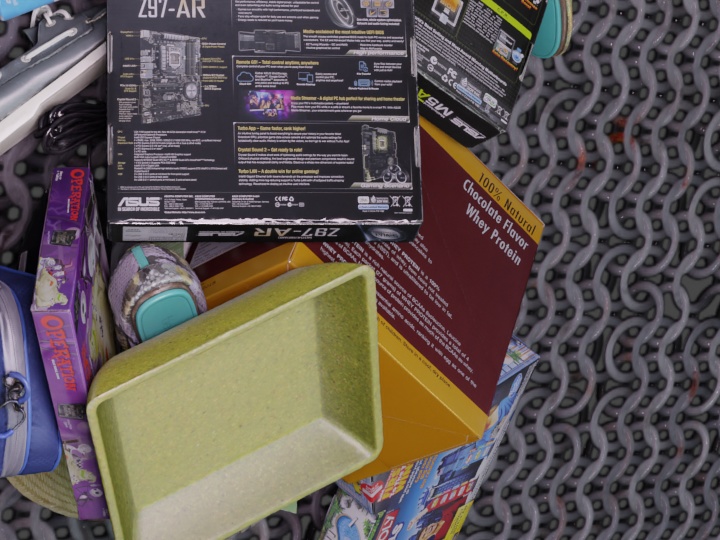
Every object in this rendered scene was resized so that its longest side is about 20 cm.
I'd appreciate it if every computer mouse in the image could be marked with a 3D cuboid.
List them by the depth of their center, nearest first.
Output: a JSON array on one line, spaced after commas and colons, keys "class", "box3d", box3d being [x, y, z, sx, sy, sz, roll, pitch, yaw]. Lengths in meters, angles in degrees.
[{"class": "computer mouse", "box3d": [-0.185, -0.030, 1.499, 0.140, 0.046, 0.202, -24, 125, -52]}]

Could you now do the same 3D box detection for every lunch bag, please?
[{"class": "lunch bag", "box3d": [-0.266, 0.061, 1.387, 0.131, 0.199, 0.137, -10, 105, -36]}]

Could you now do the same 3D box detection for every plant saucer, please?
[{"class": "plant saucer", "box3d": [-0.083, 0.087, 1.398, 0.198, 0.048, 0.201, -26, 143, -18]}]

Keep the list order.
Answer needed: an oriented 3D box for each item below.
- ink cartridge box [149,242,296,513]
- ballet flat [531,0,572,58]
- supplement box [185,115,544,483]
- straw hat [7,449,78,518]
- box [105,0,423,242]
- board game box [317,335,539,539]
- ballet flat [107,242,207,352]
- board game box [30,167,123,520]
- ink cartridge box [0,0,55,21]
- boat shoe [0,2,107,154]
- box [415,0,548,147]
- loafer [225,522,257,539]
[{"class": "ink cartridge box", "box3d": [-0.084, 0.055, 1.550, 0.145, 0.048, 0.202, 22, 54, -40]}, {"class": "ballet flat", "box3d": [0.123, -0.253, 1.653, 0.071, 0.071, 0.201, -41, 125, -17]}, {"class": "supplement box", "box3d": [0.000, 0.000, 1.529, 0.197, 0.132, 0.201, 42, 46, -26]}, {"class": "straw hat", "box3d": [-0.157, 0.104, 1.554, 0.200, 0.085, 0.203, -12, 112, -32]}, {"class": "box", "box3d": [-0.062, -0.100, 1.390, 0.198, 0.044, 0.162, -1, 75, -7]}, {"class": "board game box", "box3d": [0.027, 0.150, 1.675, 0.199, 0.062, 0.201, -15, 135, -52]}, {"class": "ballet flat", "box3d": [-0.123, 0.051, 1.431, 0.072, 0.072, 0.201, -36, 146, -21]}, {"class": "board game box", "box3d": [-0.173, 0.048, 1.372, 0.032, 0.121, 0.201, 2, 138, 5]}, {"class": "ink cartridge box", "box3d": [-0.174, -0.254, 1.430, 0.199, 0.067, 0.117, -25, 119, -27]}, {"class": "boat shoe", "box3d": [-0.202, -0.146, 1.444, 0.200, 0.073, 0.062, -41, 91, -14]}, {"class": "box", "box3d": [0.042, -0.217, 1.519, 0.199, 0.047, 0.194, 33, 57, -24]}, {"class": "loafer", "box3d": [-0.061, 0.135, 1.643, 0.200, 0.063, 0.072, -51, 145, -11]}]
